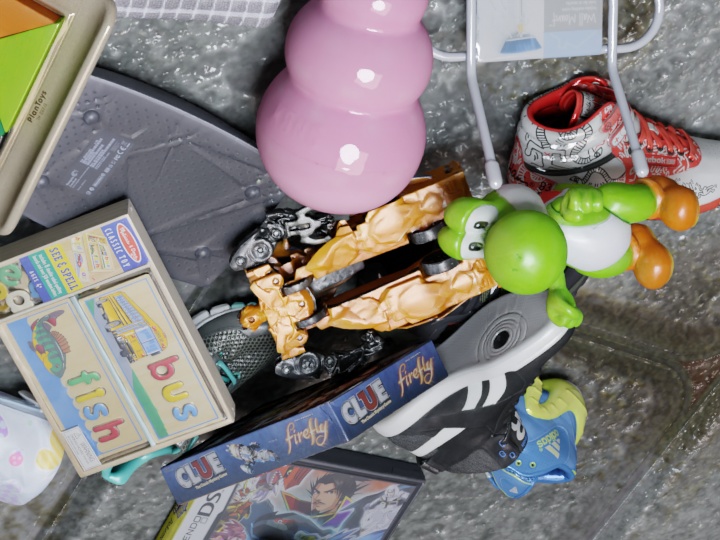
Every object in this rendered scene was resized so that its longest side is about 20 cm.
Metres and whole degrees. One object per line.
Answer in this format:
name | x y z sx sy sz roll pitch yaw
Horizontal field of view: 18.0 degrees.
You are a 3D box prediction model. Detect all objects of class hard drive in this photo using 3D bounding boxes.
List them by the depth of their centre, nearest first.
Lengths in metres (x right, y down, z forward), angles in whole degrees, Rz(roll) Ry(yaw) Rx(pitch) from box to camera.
hard drive | -0.159 -0.072 1.672 0.199 0.042 0.135 24 118 -34

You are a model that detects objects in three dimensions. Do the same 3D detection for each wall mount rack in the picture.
wall mount rack | 0.140 -0.155 1.653 0.199 0.075 0.175 -5 103 -15

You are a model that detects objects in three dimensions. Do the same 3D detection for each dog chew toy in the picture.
dog chew toy | -0.004 -0.143 1.618 0.124 0.125 0.201 2 121 -21

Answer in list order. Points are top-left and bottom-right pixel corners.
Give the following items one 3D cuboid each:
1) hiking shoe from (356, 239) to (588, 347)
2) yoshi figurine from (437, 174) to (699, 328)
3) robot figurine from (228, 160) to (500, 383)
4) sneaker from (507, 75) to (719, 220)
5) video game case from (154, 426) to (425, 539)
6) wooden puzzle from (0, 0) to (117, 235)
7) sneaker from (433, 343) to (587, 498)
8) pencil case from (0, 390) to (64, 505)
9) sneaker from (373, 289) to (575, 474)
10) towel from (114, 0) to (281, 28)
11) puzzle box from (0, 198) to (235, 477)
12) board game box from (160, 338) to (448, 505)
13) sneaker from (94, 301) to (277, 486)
hiking shoe | 0.090 -0.005 1.792 0.199 0.076 0.101 -17 136 -3
yoshi figurine | 0.155 -0.018 1.667 0.199 0.113 0.112 -2 171 -30
robot figurine | 0.000 0.000 1.724 0.199 0.058 0.146 -21 109 2
sneaker | 0.213 -0.097 1.762 0.200 0.067 0.108 -7 133 -10
video game case | -0.069 0.223 1.965 0.199 0.026 0.181 13 123 -28
wooden puzzle | -0.281 -0.142 1.495 0.199 0.037 0.186 30 112 1
sneaker | 0.109 0.127 1.883 0.199 0.106 0.076 13 146 -28
pencil case | -0.322 0.112 1.744 0.199 0.083 0.091 25 131 -33
sneaker | 0.114 0.093 1.793 0.200 0.073 0.112 -32 125 32
towel | -0.122 -0.247 1.508 0.199 0.086 0.166 4 128 -22
puzzle box | -0.190 0.054 1.698 0.132 0.025 0.201 -21 120 8
board game box | -0.045 0.118 1.769 0.199 0.035 0.135 -24 -176 41
sneaker | -0.138 0.103 1.796 0.199 0.091 0.078 -33 133 10
